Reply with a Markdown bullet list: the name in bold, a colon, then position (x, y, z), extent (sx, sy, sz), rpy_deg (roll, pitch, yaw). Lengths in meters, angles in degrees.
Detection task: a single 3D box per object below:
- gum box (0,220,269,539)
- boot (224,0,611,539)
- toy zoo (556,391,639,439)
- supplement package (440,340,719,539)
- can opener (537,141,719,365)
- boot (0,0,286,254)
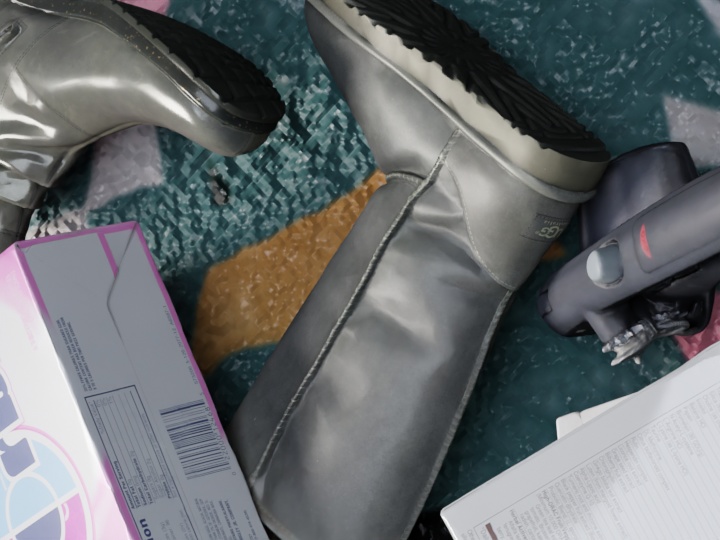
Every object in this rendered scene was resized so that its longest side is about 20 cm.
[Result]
- **gum box**: position (-0.106, 0.096, 1.186), extent (0.113, 0.066, 0.200), rpy_deg (-35, 73, 45)
- **boot**: position (-0.002, -0.001, 1.185), extent (0.182, 0.073, 0.200), rpy_deg (48, 121, 40)
- **toy zoo**: position (0.153, 0.094, 1.063), extent (0.200, 0.020, 0.131), rpy_deg (-21, 78, 19)
- **supplement package**: position (0.150, 0.080, 0.994), extent (0.200, 0.110, 0.114), rpy_deg (-32, 75, 16)
- **can opener**: position (0.122, -0.015, 1.085), extent (0.063, 0.200, 0.079), rpy_deg (-17, 86, -24)
- **boot**: position (-0.122, -0.054, 1.223), extent (0.200, 0.068, 0.131), rpy_deg (32, 100, 39)
